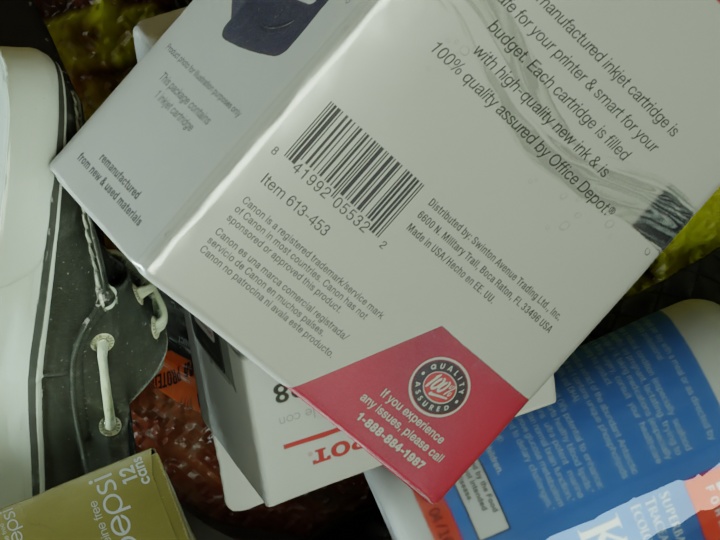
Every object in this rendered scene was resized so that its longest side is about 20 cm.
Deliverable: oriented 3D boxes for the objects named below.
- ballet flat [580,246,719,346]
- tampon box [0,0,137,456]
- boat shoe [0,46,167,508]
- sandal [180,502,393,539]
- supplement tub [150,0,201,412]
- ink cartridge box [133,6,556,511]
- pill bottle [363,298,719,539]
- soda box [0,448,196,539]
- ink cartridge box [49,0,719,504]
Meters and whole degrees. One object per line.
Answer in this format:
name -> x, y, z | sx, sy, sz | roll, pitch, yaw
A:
ballet flat -> 0.070, 0.034, 1.165 | 0.199, 0.057, 0.067 | -9, 160, -10
tampon box -> -0.160, 0.012, 1.023 | 0.126, 0.150, 0.201 | -12, 117, -12
boat shoe -> -0.098, 0.017, 0.924 | 0.063, 0.071, 0.201 | -5, 123, -16
sandal -> 0.008, 0.118, 1.177 | 0.199, 0.082, 0.055 | 17, 88, -15
supplement tub -> -0.019, -0.050, 1.050 | 0.122, 0.123, 0.201 | 6, 113, -18
ink cartridge box -> 0.000, 0.000, 0.969 | 0.115, 0.067, 0.201 | -19, 122, -16
pill bottle -> 0.110, 0.079, 1.092 | 0.199, 0.112, 0.113 | -25, 119, -2
soda box -> -0.074, 0.133, 0.949 | 0.067, 0.064, 0.200 | -21, 154, -4
ink cartridge box -> 0.029, -0.053, 0.863 | 0.200, 0.084, 0.145 | -49, 126, 2
